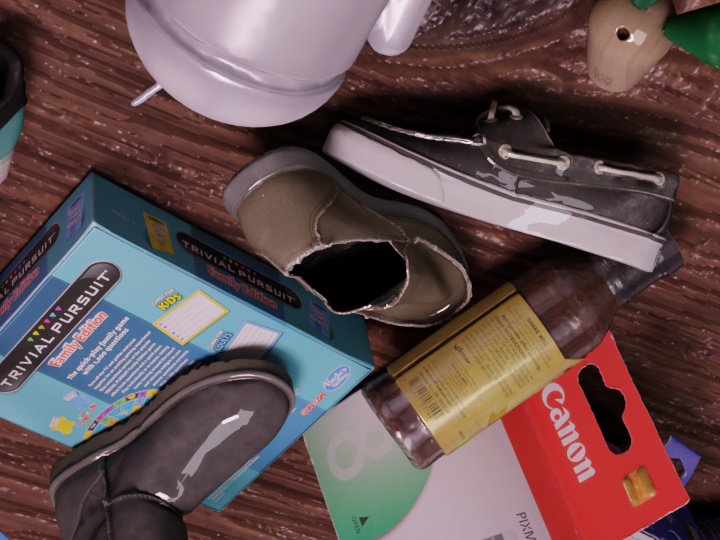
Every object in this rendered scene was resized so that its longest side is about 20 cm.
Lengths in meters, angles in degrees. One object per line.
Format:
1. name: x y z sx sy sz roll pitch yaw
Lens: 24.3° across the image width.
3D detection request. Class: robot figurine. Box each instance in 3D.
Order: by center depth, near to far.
1. robot figurine: -0.038 -0.149 0.768 0.169 0.113 0.200 14 127 -25

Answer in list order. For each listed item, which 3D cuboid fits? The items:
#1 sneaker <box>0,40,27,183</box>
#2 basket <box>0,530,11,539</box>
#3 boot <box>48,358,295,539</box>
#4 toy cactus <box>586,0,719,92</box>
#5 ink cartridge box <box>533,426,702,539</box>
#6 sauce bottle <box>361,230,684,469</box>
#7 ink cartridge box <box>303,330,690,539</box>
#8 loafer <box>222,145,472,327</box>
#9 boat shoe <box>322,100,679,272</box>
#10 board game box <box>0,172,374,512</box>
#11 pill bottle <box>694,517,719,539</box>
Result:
1. sneaker: -0.244 -0.065 0.784 0.200 0.071 0.080 -24 150 -43
2. basket: -0.270 0.103 0.895 0.176 0.139 0.200 -4 128 50
3. boot: -0.099 0.165 0.910 0.181 0.201 0.073 -35 130 20
4. toy cactus: 0.141 -0.131 0.818 0.199 0.103 0.165 22 158 6
5. ink cartridge box: 0.128 0.177 1.045 0.200 0.077 0.136 -33 145 19
6. sauce bottle: 0.097 0.037 0.974 0.200 0.065 0.065 -34 131 0
7. ink cartridge box: 0.073 0.116 0.992 0.200 0.161 0.050 -36 144 20
8. loafer: 0.000 0.000 0.915 0.075 0.070 0.200 -37 146 21
9. boat shoe: 0.078 -0.057 0.913 0.199 0.071 0.064 16 94 -14
10. board game box: -0.116 0.048 0.970 0.200 0.047 0.151 29 120 -31
11. pill bottle: 0.297 0.222 1.166 0.199 0.112 0.112 -7 132 -5
